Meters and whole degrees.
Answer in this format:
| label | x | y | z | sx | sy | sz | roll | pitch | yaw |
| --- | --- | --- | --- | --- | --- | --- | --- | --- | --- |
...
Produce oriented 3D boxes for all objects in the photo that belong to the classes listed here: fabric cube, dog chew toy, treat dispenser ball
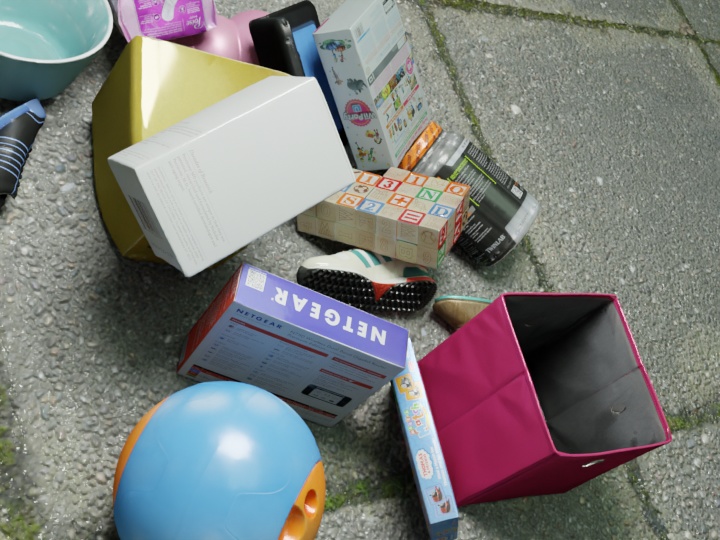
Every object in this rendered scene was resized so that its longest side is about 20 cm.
| label | x | y | z | sx | sy | sz | roll | pitch | yaw |
| --- | --- | --- | --- | --- | --- | --- | --- | --- | --- |
| fabric cube | 0.217 | 0.160 | 1.108 | 0.194 | 0.199 | 0.202 | 2 | 60 | -33 |
| dog chew toy | -0.184 | -0.281 | 1.190 | 0.198 | 0.125 | 0.126 | -5 | 64 | -26 |
| treat dispenser ball | -0.131 | 0.207 | 0.849 | 0.199 | 0.201 | 0.203 | 16 | 54 | -23 |

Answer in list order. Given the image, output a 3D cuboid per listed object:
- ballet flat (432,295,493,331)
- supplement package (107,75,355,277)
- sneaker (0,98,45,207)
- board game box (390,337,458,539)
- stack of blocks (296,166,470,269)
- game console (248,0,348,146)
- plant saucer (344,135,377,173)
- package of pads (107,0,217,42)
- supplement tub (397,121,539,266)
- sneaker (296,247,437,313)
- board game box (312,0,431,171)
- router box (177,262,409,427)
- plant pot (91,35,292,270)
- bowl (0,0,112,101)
| label | x | y | z | sx | sy | sz | roll | pitch | yaw |
| --- | --- | --- | --- | --- | --- | --- | --- | --- | --- |
| ballet flat | 0.186 | 0.078 | 1.241 | 0.198 | 0.068 | 0.073 | 7 | 74 | -35 |
| supplement package | -0.127 | -0.100 | 0.897 | 0.199 | 0.117 | 0.118 | -31 | 113 | -19 |
| sneaker | -0.398 | -0.113 | 0.981 | 0.078 | 0.070 | 0.201 | 57 | 36 | -22 |
| board game box | 0.070 | 0.197 | 1.027 | 0.036 | 0.152 | 0.202 | -15 | 65 | -2 |
| stack of blocks | 0.030 | -0.080 | 1.166 | 0.198 | 0.059 | 0.115 | 16 | 39 | 19 |
| game console | -0.055 | -0.230 | 1.136 | 0.115 | 0.176 | 0.202 | -23 | 111 | -17 |
| plant saucer | -0.017 | -0.236 | 1.310 | 0.198 | 0.050 | 0.202 | 16 | 55 | -24 |
| package of pads | -0.267 | -0.357 | 1.142 | 0.119 | 0.076 | 0.200 | -18 | 39 | -17 |
| supplement tub | 0.146 | -0.112 | 1.288 | 0.200 | 0.123 | 0.123 | 41 | 48 | -5 |
| sneaker | 0.001 | 0.000 | 1.171 | 0.198 | 0.071 | 0.094 | 5 | 40 | -28 |
| board game box | 0.020 | -0.257 | 1.213 | 0.148 | 0.064 | 0.202 | -56 | 134 | -45 |
| router box | -0.075 | 0.089 | 0.977 | 0.198 | 0.179 | 0.049 | 23 | 52 | -19 |
| plant pot | -0.198 | -0.113 | 1.030 | 0.192 | 0.195 | 0.203 | 9 | 73 | -28 |
| bowl | -0.398 | -0.275 | 1.042 | 0.199 | 0.105 | 0.202 | 17 | 48 | -20 |
